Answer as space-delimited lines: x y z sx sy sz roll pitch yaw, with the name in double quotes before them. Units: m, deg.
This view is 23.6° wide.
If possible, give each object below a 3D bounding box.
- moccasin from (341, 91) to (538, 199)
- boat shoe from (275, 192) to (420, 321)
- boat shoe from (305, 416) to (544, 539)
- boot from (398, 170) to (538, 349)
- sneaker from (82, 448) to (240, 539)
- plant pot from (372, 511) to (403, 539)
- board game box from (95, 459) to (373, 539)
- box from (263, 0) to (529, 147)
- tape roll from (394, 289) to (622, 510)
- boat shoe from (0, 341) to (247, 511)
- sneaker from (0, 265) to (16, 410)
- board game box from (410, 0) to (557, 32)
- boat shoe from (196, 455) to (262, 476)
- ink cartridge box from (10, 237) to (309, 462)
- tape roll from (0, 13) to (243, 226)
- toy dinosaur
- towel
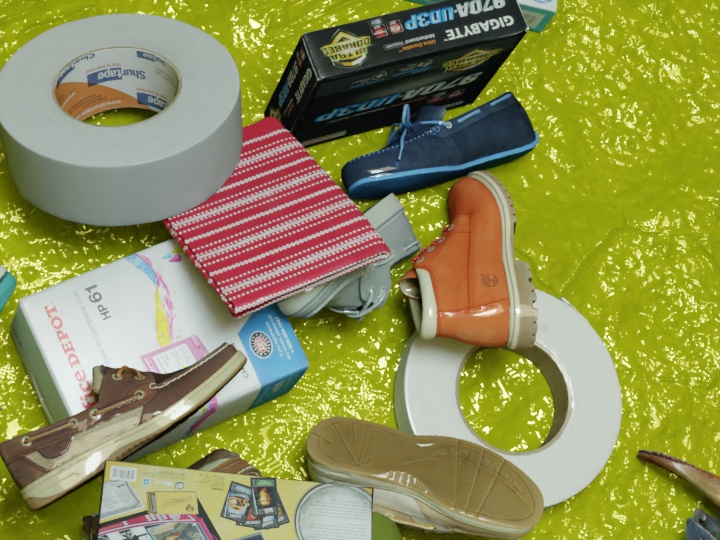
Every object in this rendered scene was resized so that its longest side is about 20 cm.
"moccasin" 0.063 -0.113 1.532 0.199 0.080 0.068 -16 84 -34
"boat shoe" 0.000 0.000 1.439 0.072 0.070 0.201 53 34 -5
"boat shoe" 0.051 0.178 1.412 0.199 0.069 0.074 18 49 10
"boot" 0.082 -0.014 1.474 0.107 0.075 0.200 -3 41 -5
"sneaker" -0.176 0.203 1.356 0.075 0.070 0.200 40 66 1
"plant pot" -0.015 0.292 1.328 0.186 0.187 0.201 8 57 -13
"board game box" -0.092 0.213 1.236 0.199 0.035 0.136 7 56 -8
"box" 0.027 -0.172 1.489 0.199 0.159 0.046 -16 76 -21
"tape roll" 0.128 0.110 1.491 0.202 0.037 0.204 5 70 -14
"boat shoe" -0.180 0.101 1.301 0.200 0.072 0.072 -32 87 -15
"sneaker" -0.318 0.090 1.359 0.079 0.077 0.201 27 76 -16
"board game box" 0.116 -0.340 1.631 0.150 0.047 0.201 11 70 -12
"boat shoe" -0.132 0.231 1.281 0.074 0.076 0.200 22 63 37
"ink cartridge box" -0.164 0.063 1.398 0.199 0.085 0.145 -23 80 -20
"tape roll" -0.196 -0.126 1.412 0.199 0.066 0.201 0 43 0
"toy dinosaur" 0.374 0.205 1.507 0.181 0.105 0.201 -9 61 -39
"towel" -0.085 -0.047 1.392 0.144 0.023 0.200 -22 48 -21
